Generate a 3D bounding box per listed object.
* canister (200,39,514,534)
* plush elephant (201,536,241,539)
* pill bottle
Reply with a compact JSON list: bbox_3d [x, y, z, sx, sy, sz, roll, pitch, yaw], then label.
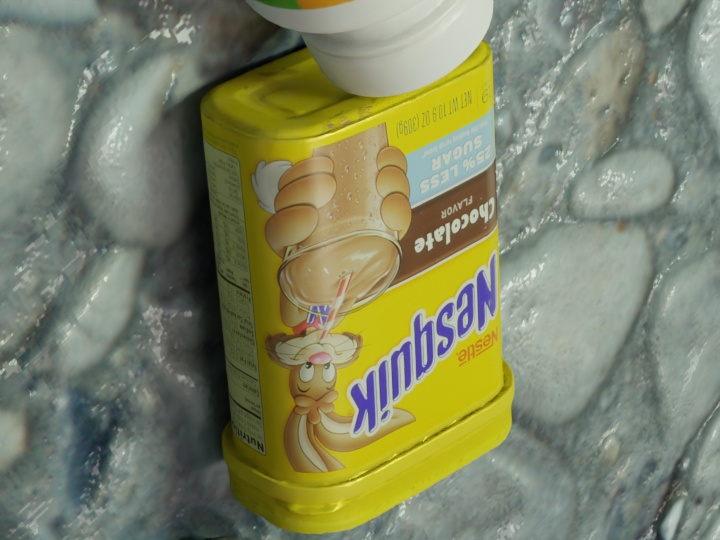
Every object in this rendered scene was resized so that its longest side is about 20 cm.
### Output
[{"bbox_3d":[0.000,0.000,1.028,0.148,0.086,0.201,-26,126,-34],"label":"canister"},{"bbox_3d":[-0.001,0.229,1.112,0.164,0.155,0.201,-6,81,-2],"label":"plush elephant"},{"bbox_3d":[-0.016,-0.167,0.902,0.111,0.111,0.200,-46,136,-17],"label":"pill bottle"}]
